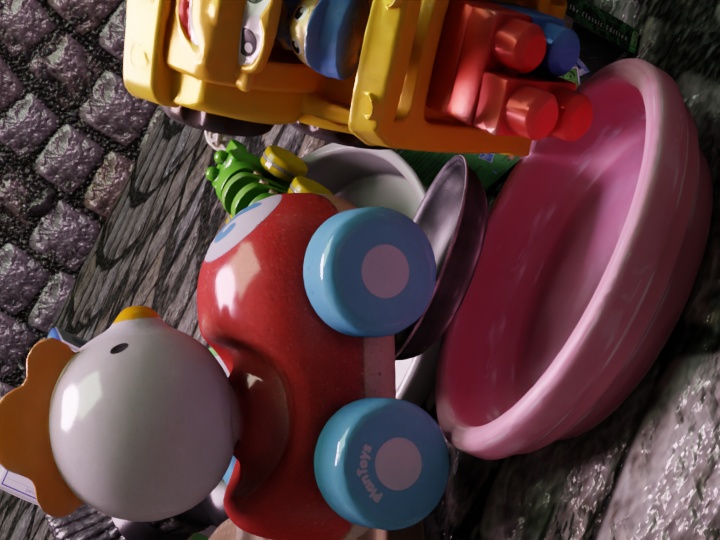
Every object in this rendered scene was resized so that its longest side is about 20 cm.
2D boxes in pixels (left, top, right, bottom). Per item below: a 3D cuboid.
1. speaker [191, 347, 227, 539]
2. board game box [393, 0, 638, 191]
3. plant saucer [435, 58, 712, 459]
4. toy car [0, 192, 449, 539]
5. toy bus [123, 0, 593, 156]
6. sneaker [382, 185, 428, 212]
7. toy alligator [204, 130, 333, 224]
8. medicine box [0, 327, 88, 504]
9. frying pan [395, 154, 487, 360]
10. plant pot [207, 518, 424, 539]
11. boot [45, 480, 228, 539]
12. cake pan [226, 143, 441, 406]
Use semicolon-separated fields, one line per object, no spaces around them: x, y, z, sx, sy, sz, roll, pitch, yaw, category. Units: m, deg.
-0.115;0.154;1.267;0.089;0.088;0.201;-52;19;40;speaker
0.068;-0.108;0.996;0.200;0.104;0.024;-43;27;55;board game box
0.104;0.000;0.795;0.202;0.050;0.201;-58;15;25;plant saucer
-0.085;0.053;0.830;0.184;0.198;0.179;175;92;-66;toy car
0.013;-0.112;0.810;0.191;0.199;0.137;30;112;43;toy bus
0.000;0.000;1.158;0.200;0.075;0.116;-45;18;30;sneaker
-0.072;-0.054;1.069;0.060;0.054;0.200;-59;43;16;toy alligator
-0.393;0.192;2.187;0.202;0.102;0.182;-65;14;-2;medicine box
0.026;0.007;0.908;0.190;0.031;0.116;134;155;-67;frying pan
-0.050;0.201;0.938;0.202;0.092;0.201;-58;15;25;plant pot
-0.125;0.163;1.106;0.157;0.080;0.211;-37;18;-2;boot
-0.011;0.020;1.047;0.199;0.036;0.203;-17;66;44;cake pan
